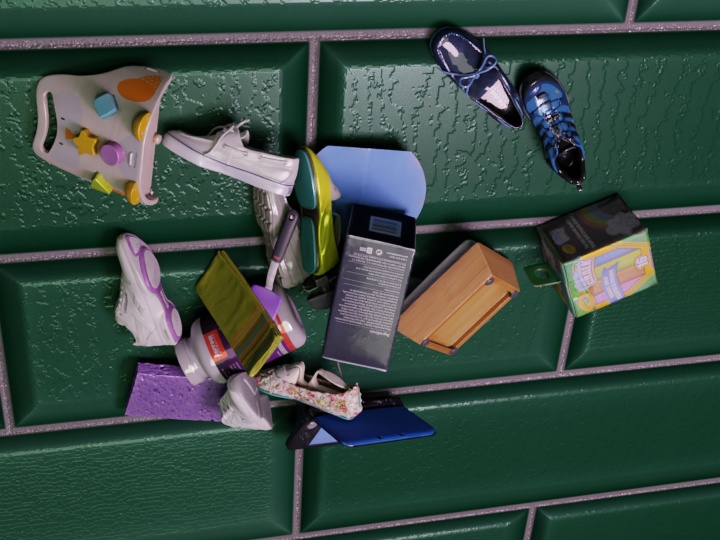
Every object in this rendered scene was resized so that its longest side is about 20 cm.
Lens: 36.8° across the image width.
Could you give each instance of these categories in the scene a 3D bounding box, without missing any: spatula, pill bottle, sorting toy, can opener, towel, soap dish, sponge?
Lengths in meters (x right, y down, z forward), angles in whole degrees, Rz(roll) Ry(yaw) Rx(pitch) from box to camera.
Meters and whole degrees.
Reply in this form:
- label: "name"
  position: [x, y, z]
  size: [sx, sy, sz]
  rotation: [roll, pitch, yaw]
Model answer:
- label: "spatula"
  position: [-0.132, -0.002, 1.651]
  size: [0.056, 0.021, 0.202]
  rotation: [25, 112, 8]
- label: "pill bottle"
  position: [-0.194, 0.107, 1.738]
  size: [0.198, 0.113, 0.113]
  rotation: [-26, 126, 1]
- label: "sorting toy"
  position: [-0.371, -0.190, 1.510]
  size: [0.178, 0.107, 0.202]
  rotation: [16, 120, 6]
- label: "can opener"
  position: [0.000, 0.000, 1.756]
  size: [0.198, 0.053, 0.068]
  rotation: [-23, 111, -1]
- label: "towel"
  position: [-0.192, 0.064, 1.664]
  size: [0.018, 0.201, 0.086]
  rotation: [15, 120, -50]
- label: "soap dish"
  position: [0.162, 0.051, 1.789]
  size: [0.200, 0.082, 0.157]
  rotation: [-44, 151, 13]
- label: "sponge"
  position: [-0.288, 0.206, 1.814]
  size: [0.197, 0.030, 0.112]
  rotation: [6, 133, -20]

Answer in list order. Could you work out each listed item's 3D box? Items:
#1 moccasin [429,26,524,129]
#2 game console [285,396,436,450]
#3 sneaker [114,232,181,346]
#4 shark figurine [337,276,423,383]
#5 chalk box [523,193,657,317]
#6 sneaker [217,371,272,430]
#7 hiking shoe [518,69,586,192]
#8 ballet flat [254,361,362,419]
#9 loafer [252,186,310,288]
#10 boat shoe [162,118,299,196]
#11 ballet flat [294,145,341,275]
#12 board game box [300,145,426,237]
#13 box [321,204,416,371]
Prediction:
- label: "moccasin"
  position: [0.187, -0.289, 1.615]
  size: [0.199, 0.068, 0.081]
  rotation: [34, 108, -29]
- label: "game console"
  position: [-0.001, 0.290, 1.861]
  size: [0.198, 0.119, 0.171]
  rotation: [-1, 140, -35]
- label: "sneaker"
  position: [-0.350, 0.038, 1.673]
  size: [0.098, 0.075, 0.202]
  rotation: [-10, 118, 12]
- label: "shark figurine"
  position: [0.008, 0.077, 1.795]
  size: [0.214, 0.090, 0.128]
  rotation: [-44, 122, 12]
- label: "chalk box"
  position: [0.376, -0.016, 1.815]
  size: [0.198, 0.125, 0.125]
  rotation: [-22, 125, 1]
- label: "sneaker"
  position: [-0.196, 0.223, 1.758]
  size: [0.079, 0.071, 0.201]
  rotation: [-9, 155, 2]
- label: "hiking shoe"
  position: [0.310, -0.223, 1.682]
  size: [0.074, 0.087, 0.201]
  rotation: [-30, 125, 5]
- label: "ballet flat"
  position: [-0.086, 0.190, 1.820]
  size: [0.197, 0.076, 0.065]
  rotation: [16, 112, 10]
- label: "loafer"
  position: [-0.118, -0.069, 1.680]
  size: [0.069, 0.070, 0.202]
  rotation: [-26, 126, -23]
- label: "boat shoe"
  position: [-0.182, -0.182, 1.566]
  size: [0.200, 0.075, 0.087]
  rotation: [21, 102, -3]
- label: "ballet flat"
  position: [-0.061, -0.093, 1.638]
  size: [0.066, 0.067, 0.203]
  rotation: [-15, 111, -31]
- label: "board game box"
  position: [0.002, -0.127, 1.689]
  size: [0.197, 0.039, 0.160]
  rotation: [3, 122, -9]
- label: "box"
  position: [0.014, 0.024, 1.647]
  size: [0.106, 0.149, 0.202]
  rotation: [11, 111, -1]
